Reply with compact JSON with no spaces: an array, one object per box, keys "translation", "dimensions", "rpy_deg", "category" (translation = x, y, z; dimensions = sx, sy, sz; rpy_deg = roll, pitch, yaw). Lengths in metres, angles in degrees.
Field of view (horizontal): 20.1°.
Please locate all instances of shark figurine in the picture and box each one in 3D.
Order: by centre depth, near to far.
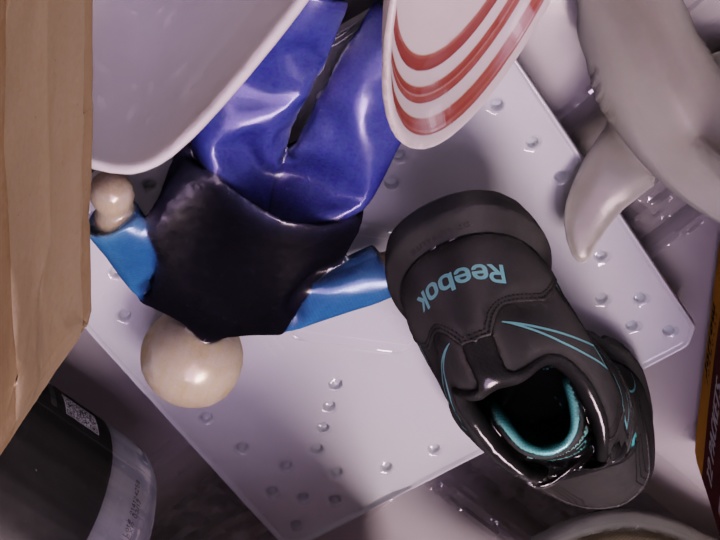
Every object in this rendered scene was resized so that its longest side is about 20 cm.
[{"translation":[0.162,-0.035,0.734],"dimensions":[0.214,0.090,0.128],"rpy_deg":[20,99,-12],"category":"shark figurine"}]

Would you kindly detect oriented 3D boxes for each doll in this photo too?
[{"translation":[-0.029,-0.025,0.735],"dimensions":[0.136,0.049,0.200],"rpy_deg":[15,123,-21],"category":"doll"}]

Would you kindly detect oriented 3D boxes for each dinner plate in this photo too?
[{"translation":[0.047,-0.133,0.626],"dimensions":[0.024,0.200,0.200],"rpy_deg":[23,125,14],"category":"dinner plate"}]

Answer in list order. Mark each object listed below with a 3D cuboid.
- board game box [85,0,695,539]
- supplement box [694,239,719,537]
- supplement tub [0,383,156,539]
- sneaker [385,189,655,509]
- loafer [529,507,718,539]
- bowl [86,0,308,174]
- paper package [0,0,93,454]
[{"translation":[0.000,0.000,0.801],"dimensions":[0.200,0.026,0.200],"rpy_deg":[-29,122,15],"category":"board game box"},{"translation":[0.246,0.075,0.768],"dimensions":[0.200,0.197,0.133],"rpy_deg":[-2,125,-2],"category":"supplement box"},{"translation":[-0.187,0.070,0.777],"dimensions":[0.123,0.123,0.200],"rpy_deg":[-40,118,21],"category":"supplement tub"},{"translation":[0.065,0.053,0.763],"dimensions":[0.075,0.079,0.200],"rpy_deg":[-27,141,12],"category":"sneaker"},{"translation":[0.137,0.153,0.864],"dimensions":[0.200,0.070,0.075],"rpy_deg":[10,130,-31],"category":"loafer"},{"translation":[-0.089,-0.155,0.635],"dimensions":[0.200,0.075,0.200],"rpy_deg":[37,117,-6],"category":"bowl"},{"translation":[-0.186,-0.050,0.612],"dimensions":[0.200,0.104,0.191],"rpy_deg":[10,119,11],"category":"paper package"}]
